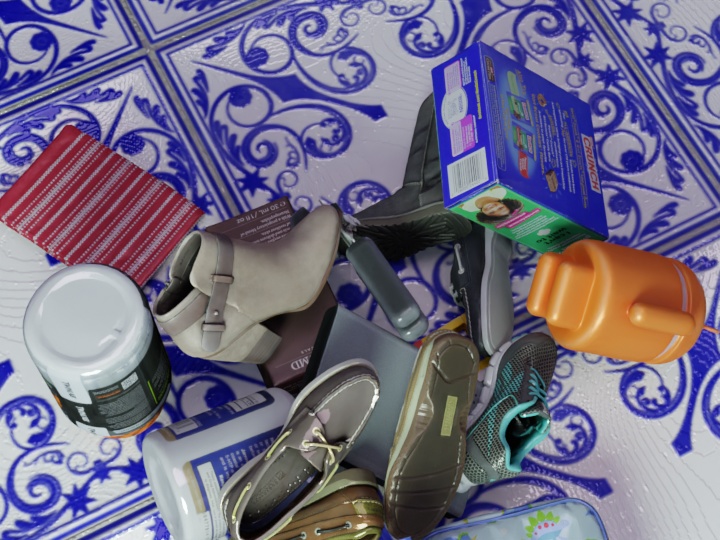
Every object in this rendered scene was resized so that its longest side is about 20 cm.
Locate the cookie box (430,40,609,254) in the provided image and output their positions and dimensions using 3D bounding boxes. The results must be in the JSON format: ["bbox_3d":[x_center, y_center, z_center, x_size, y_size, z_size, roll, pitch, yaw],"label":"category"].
[{"bbox_3d":[0.170,-0.122,1.567,0.075,0.199,0.172,-25,58,37],"label":"cookie box"}]

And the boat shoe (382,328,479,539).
[{"bbox_3d":[0.062,0.154,1.403,0.071,0.076,0.202,17,91,-20],"label":"boat shoe"}]

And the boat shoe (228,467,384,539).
[{"bbox_3d":[-0.059,0.261,1.396,0.072,0.200,0.068,18,44,-41],"label":"boat shoe"}]

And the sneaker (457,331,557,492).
[{"bbox_3d":[0.159,0.139,1.455,0.078,0.091,0.200,52,52,-24],"label":"sneaker"}]

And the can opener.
[{"bbox_3d":[0.000,0.000,1.503,0.066,0.053,0.200,-39,51,-2],"label":"can opener"}]

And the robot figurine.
[{"bbox_3d":[0.269,0.033,1.517,0.199,0.144,0.118,12,60,-25],"label":"robot figurine"}]

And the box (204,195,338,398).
[{"bbox_3d":[-0.083,0.032,1.559,0.100,0.075,0.201,-22,68,-11],"label":"box"}]

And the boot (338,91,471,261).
[{"bbox_3d":[0.060,-0.113,1.626,0.180,0.073,0.201,-10,53,22],"label":"boot"}]

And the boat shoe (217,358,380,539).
[{"bbox_3d":[-0.050,0.167,1.348,0.200,0.060,0.072,-46,113,3],"label":"boat shoe"}]

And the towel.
[{"bbox_3d":[-0.291,-0.064,1.633,0.199,0.023,0.145,32,66,12],"label":"towel"}]

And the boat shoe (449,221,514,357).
[{"bbox_3d":[0.125,0.009,1.568,0.060,0.076,0.201,-12,47,23],"label":"boat shoe"}]

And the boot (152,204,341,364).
[{"bbox_3d":[-0.112,-0.002,1.446,0.070,0.146,0.201,17,78,47],"label":"boot"}]

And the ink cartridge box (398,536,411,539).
[{"bbox_3d":[0.035,0.319,1.349,0.044,0.200,0.095,-13,65,-7],"label":"ink cartridge box"}]

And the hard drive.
[{"bbox_3d":[0.032,0.140,1.450,0.199,0.033,0.140,29,64,-22],"label":"hard drive"}]

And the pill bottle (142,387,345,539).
[{"bbox_3d":[-0.103,0.184,1.454,0.199,0.120,0.120,-19,65,-20],"label":"pill bottle"}]

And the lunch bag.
[{"bbox_3d":[0.150,0.308,1.416,0.198,0.083,0.162,-12,65,-10],"label":"lunch bag"}]

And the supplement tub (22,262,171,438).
[{"bbox_3d":[-0.253,0.087,1.460,0.121,0.200,0.123,-1,63,2],"label":"supplement tub"}]

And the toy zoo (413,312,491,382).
[{"bbox_3d":[0.091,0.130,1.540,0.199,0.021,0.132,-31,68,-14],"label":"toy zoo"}]
